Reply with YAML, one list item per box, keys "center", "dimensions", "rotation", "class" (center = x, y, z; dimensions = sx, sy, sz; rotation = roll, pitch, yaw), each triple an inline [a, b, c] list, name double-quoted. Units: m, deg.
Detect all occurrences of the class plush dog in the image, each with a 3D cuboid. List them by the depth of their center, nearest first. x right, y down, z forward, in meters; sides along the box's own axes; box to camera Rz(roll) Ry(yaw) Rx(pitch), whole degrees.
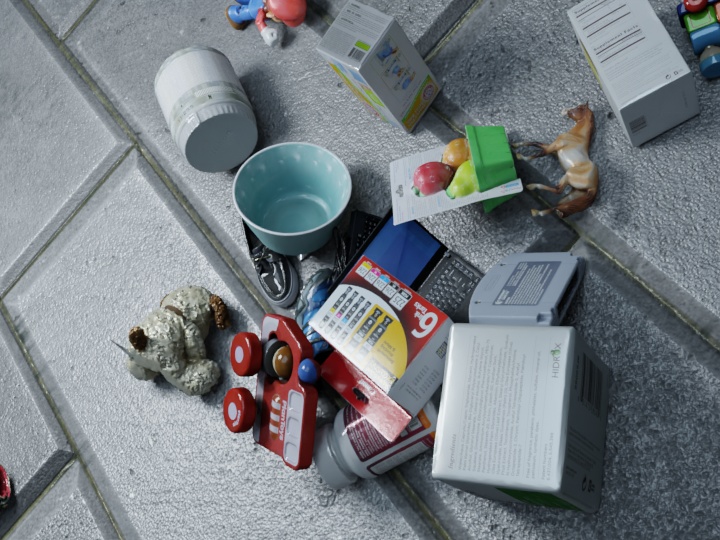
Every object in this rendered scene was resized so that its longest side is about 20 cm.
- center: [-0.319, 0.097, 1.523]
  dimensions: [0.196, 0.162, 0.173]
  rotation: [9, 51, 32]
  class: "plush dog"

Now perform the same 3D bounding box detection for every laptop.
- center: [0.083, 0.034, 1.333]
  dimensions: [0.178, 0.103, 0.199]
  rotation: [-52, 52, 2]
  class: "laptop"

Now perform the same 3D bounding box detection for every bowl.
- center: [-0.110, -0.105, 1.475]
  dimensions: [0.196, 0.106, 0.204]
  rotation: [-1, 52, 1]
  class: "bowl"

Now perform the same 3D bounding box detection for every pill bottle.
- center: [0.030, 0.232, 1.277]
  dimensions: [0.198, 0.109, 0.111]
  rotation: [-30, 58, 15]
  class: "pill bottle"

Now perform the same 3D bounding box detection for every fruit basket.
- center: [0.143, -0.141, 1.356]
  dimensions: [0.196, 0.095, 0.187]
  rotation: [-20, 34, 13]
  class: "fruit basket"

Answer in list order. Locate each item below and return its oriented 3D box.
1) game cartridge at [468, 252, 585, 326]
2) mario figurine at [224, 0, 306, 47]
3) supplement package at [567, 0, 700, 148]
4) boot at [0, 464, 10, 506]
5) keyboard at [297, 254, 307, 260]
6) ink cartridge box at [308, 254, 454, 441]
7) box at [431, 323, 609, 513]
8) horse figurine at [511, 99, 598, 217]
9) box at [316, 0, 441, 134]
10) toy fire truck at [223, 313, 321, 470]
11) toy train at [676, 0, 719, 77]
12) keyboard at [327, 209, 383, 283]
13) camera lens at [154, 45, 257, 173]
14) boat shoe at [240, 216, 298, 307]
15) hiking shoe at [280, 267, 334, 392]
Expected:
- center: [0.227, 0.031, 1.225]
  dimensions: [0.131, 0.042, 0.200]
  rotation: [-5, 24, 31]
  class: "game cartridge"
- center: [-0.174, -0.508, 1.738]
  dimensions: [0.198, 0.105, 0.127]
  rotation: [15, 113, 43]
  class: "mario figurine"
- center: [0.399, -0.307, 1.292]
  dimensions: [0.108, 0.114, 0.203]
  rotation: [-26, 58, 16]
  class: "supplement package"
- center: [-0.710, 0.467, 1.612]
  dimensions: [0.152, 0.073, 0.206]
  rotation: [-34, 54, 18]
  class: "boot"
- center: [-0.127, -0.107, 1.566]
  dimensions: [0.056, 0.011, 0.202]
  rotation: [-37, 56, 11]
  class: "keyboard"
- center: [0.025, 0.106, 1.232]
  dimensions: [0.176, 0.084, 0.199]
  rotation: [-51, 45, -5]
  class: "ink cartridge box"
- center: [0.212, 0.191, 1.136]
  dimensions: [0.168, 0.199, 0.205]
  rotation: [1, 71, 29]
  class: "box"
- center: [0.304, -0.154, 1.313]
  dimensions: [0.129, 0.050, 0.203]
  rotation: [-13, 55, 5]
  class: "horse figurine"
- center: [0.034, -0.333, 1.455]
  dimensions: [0.112, 0.200, 0.102]
  rotation: [35, 87, 36]
  class: "box"
- center: [-0.111, 0.173, 1.294]
  dimensions: [0.166, 0.110, 0.205]
  rotation: [12, 96, 51]
  class: "toy fire truck"
- center: [0.562, -0.360, 1.247]
  dimensions: [0.196, 0.084, 0.118]
  rotation: [-17, 72, 22]
  class: "toy train"
- center: [0.000, 0.000, 1.400]
  dimensions: [0.040, 0.102, 0.205]
  rotation: [137, 142, -65]
  class: "keyboard"
- center: [-0.290, -0.306, 1.650]
  dimensions: [0.159, 0.160, 0.202]
  rotation: [-35, 57, 11]
  class: "camera lens"
- center: [-0.164, -0.031, 1.521]
  dimensions: [0.069, 0.066, 0.203]
  rotation: [-27, 59, 16]
  class: "boat shoe"
- center: [-0.064, 0.099, 1.415]
  dimensions: [0.085, 0.074, 0.204]
  rotation: [18, 90, 29]
  class: "hiking shoe"
